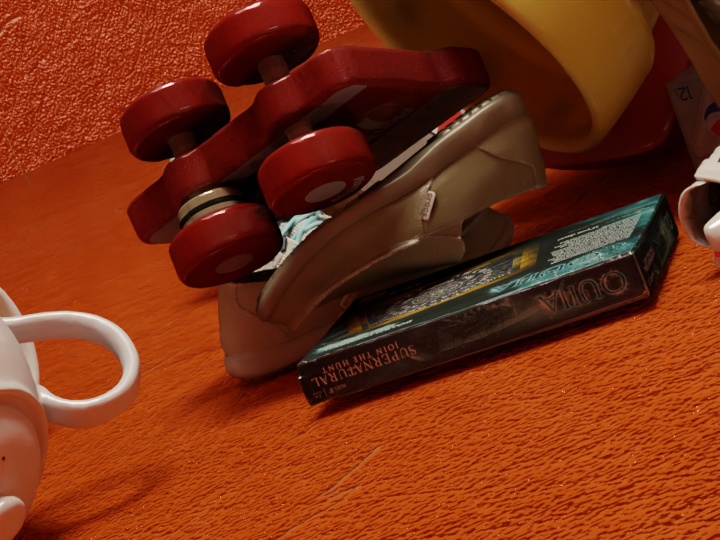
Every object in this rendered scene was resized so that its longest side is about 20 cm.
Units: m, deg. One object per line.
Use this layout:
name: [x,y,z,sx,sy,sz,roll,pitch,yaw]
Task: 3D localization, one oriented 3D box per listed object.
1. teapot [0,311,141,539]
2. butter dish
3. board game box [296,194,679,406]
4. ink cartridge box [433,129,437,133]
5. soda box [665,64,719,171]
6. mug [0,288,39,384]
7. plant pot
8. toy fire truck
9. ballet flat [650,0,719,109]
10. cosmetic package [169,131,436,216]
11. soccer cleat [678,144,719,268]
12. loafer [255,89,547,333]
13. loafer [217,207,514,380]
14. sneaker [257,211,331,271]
teapot: [-0.231,0.097,1.117,0.146,0.201,0.197,25,0,26]
butter dish: [0.171,-0.143,1.462,0.199,0.200,0.148,-4,-23,40]
board game box: [0.072,0.016,1.182,0.199,0.028,0.135,-19,10,20]
ink cartridge box: [0.073,-0.131,1.742,0.200,0.043,0.198,-47,20,-26]
soda box: [0.274,-0.130,1.381,0.068,0.064,0.200,-13,15,37]
mug: [-0.326,0.086,1.391,0.186,0.150,0.153,-24,1,-44]
plant pot: [0.117,-0.206,1.312,0.189,0.201,0.201,-53,19,-12]
toy fire truck: [-0.036,-0.072,1.271,0.200,0.112,0.168,-37,-22,35]
ballet flat: [0.218,-0.141,1.231,0.069,0.200,0.063,-55,25,-22]
cosmetic package: [-0.045,-0.065,1.585,0.103,0.073,0.200,25,-25,-39]
soccer cleat: [0.205,-0.046,1.118,0.085,0.069,0.200,-18,16,6]
loafer: [0.027,-0.024,1.234,0.200,0.068,0.076,-38,1,1]
loafer: [0.000,0.000,1.305,0.199,0.068,0.076,-26,13,-8]
sneaker: [-0.055,-0.019,1.463,0.077,0.087,0.200,-29,12,-25]
